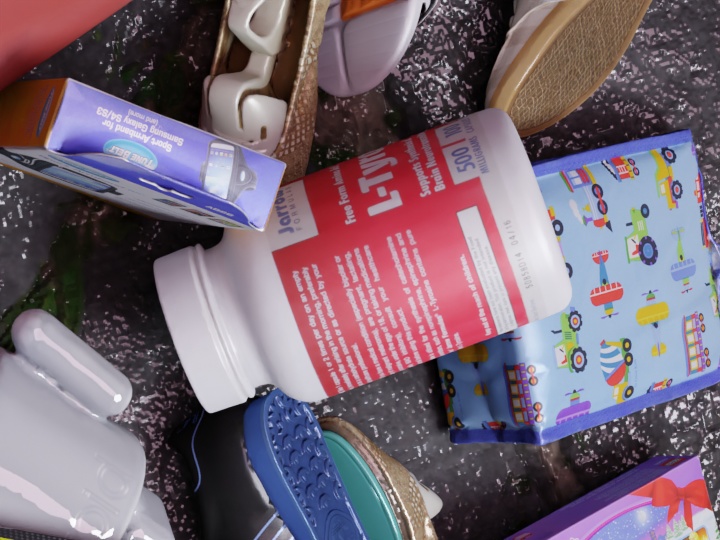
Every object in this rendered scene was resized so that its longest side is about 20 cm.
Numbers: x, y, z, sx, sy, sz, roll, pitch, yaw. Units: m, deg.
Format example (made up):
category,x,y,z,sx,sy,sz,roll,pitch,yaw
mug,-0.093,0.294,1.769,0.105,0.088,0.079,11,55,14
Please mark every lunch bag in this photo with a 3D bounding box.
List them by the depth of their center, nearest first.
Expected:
category,x,y,z,sx,sy,sz,roll,pitch,yaw
lunch bag,0.141,0.005,1.388,0.199,0.094,0.152,-12,94,-32

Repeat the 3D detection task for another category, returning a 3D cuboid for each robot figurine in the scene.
category,x,y,z,sx,sy,sz,roll,pitch,yaw
robot figurine,-0.189,0.101,1.222,0.199,0.113,0.170,34,94,-21

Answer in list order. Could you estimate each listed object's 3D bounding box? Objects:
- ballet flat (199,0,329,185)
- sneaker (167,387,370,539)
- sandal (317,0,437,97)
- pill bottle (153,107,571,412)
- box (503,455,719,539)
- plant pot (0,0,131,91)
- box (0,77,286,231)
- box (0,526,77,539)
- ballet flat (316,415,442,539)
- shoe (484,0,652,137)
category,x,y,z,sx,sy,sz,roll,pitch,yaw
ballet flat,-0.056,-0.115,1.277,0.065,0.070,0.202,-6,108,-63
sneaker,-0.040,0.161,1.309,0.070,0.077,0.201,-29,102,-56
sandal,0.020,-0.192,1.329,0.059,0.079,0.208,22,69,-50
pill bottle,0.000,0.000,1.243,0.199,0.112,0.113,-20,100,2
box,0.135,0.204,1.368,0.199,0.039,0.138,-23,100,-38
plant pot,-0.229,-0.153,1.166,0.177,0.200,0.201,-44,107,-7
box,-0.120,-0.058,1.201,0.118,0.200,0.042,20,83,-23
box,-0.187,0.211,1.199,0.159,0.044,0.201,13,128,-24
ballet flat,0.025,0.163,1.355,0.065,0.070,0.201,-35,109,-46
shoe,0.131,-0.162,1.396,0.200,0.053,0.070,-52,142,-10
